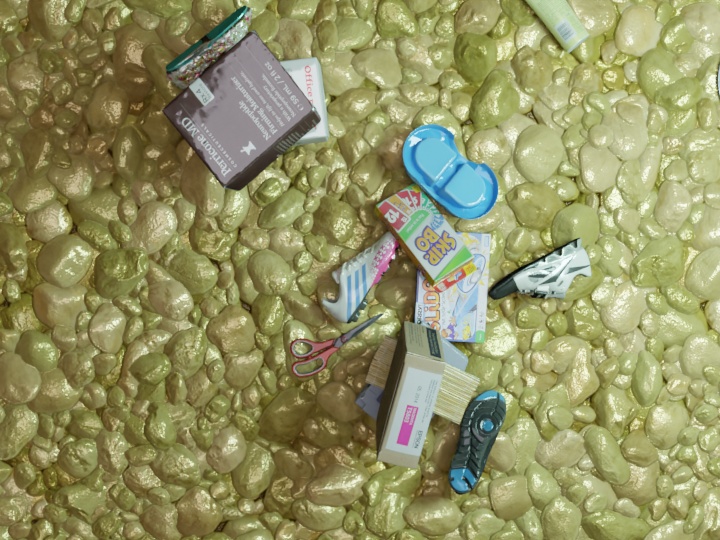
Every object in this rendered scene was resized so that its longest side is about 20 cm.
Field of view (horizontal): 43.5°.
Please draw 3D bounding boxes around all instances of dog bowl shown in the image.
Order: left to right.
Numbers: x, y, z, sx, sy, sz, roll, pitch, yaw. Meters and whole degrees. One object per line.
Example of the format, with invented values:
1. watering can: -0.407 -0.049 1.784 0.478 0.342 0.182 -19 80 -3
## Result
1. dog bowl: 0.160 -0.176 1.651 0.200 0.050 0.112 42 78 -3

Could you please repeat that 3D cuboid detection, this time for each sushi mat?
1. sushi mat: 0.112 0.198 1.640 0.198 0.012 0.097 25 105 -5

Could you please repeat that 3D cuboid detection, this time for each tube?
1. tube: 0.340 -0.494 1.650 0.058 0.052 0.201 -36 89 -40

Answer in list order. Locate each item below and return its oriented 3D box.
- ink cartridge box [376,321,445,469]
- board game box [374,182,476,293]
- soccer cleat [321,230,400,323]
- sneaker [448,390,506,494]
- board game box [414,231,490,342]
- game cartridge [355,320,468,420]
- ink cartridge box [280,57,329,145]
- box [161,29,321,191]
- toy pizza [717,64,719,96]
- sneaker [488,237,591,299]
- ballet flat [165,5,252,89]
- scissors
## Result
1. ink cartridge box: 0.084 0.211 1.553 0.074 0.165 0.203 14 105 -4
2. board game box: 0.120 -0.060 1.629 0.095 0.030 0.201 -30 73 -21
3. soccer cleat: 0.000 0.000 1.657 0.086 0.070 0.202 31 93 -2
4. sneaker: 0.212 0.318 1.678 0.072 0.082 0.202 23 73 14
5. board game box: 0.169 0.029 1.677 0.133 0.034 0.204 2 93 0
6. game cartridge: 0.100 0.207 1.667 0.133 0.041 0.201 39 101 -5
7. ink cartridge box: -0.162 -0.298 1.636 0.196 0.083 0.149 -8 93 0
8. box: -0.192 -0.261 1.514 0.199 0.164 0.166 -40 92 3
9. toy pizza: 0.759 -0.353 1.663 0.197 0.032 0.204 0 93 0
10. sneaker: 0.334 0.022 1.658 0.198 0.074 0.090 -26 91 1
11. ballet flat: -0.267 -0.400 1.648 0.199 0.076 0.064 -36 123 6
12. scissors: -0.040 0.141 1.694 0.197 0.014 0.074 -18 90 0
